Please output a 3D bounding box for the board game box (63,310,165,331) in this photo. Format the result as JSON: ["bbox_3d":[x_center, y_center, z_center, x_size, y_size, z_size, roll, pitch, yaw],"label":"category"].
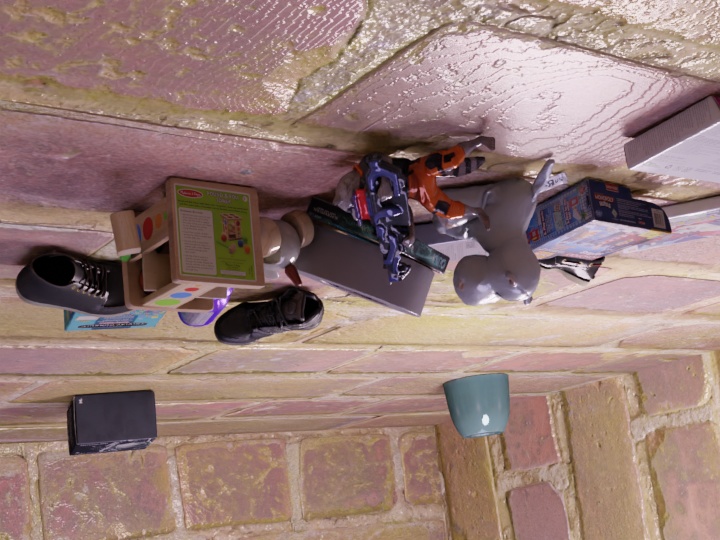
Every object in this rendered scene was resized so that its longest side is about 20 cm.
[{"bbox_3d":[-0.377,0.046,1.726,0.148,0.048,0.200,-2,165,-23],"label":"board game box"}]

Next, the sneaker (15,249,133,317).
[{"bbox_3d":[-0.378,0.019,1.559,0.197,0.076,0.106,1,166,-28],"label":"sneaker"}]

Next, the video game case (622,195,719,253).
[{"bbox_3d":[0.512,-0.073,1.773,0.197,0.023,0.182,-12,165,15],"label":"video game case"}]

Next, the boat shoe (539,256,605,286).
[{"bbox_3d":[0.309,-0.032,1.761,0.199,0.074,0.064,17,118,-36],"label":"boat shoe"}]

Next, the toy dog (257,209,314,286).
[{"bbox_3d":[-0.135,-0.008,1.462,0.130,0.098,0.199,-18,176,-27],"label":"toy dog"}]

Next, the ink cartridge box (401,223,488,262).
[{"bbox_3d":[0.117,-0.040,1.663,0.196,0.043,0.119,-11,165,4],"label":"ink cartridge box"}]

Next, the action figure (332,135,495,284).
[{"bbox_3d":[0.061,-0.085,1.332,0.190,0.106,0.202,-1,135,-1],"label":"action figure"}]

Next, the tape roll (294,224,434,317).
[{"bbox_3d":[0.000,0.000,1.523,0.197,0.067,0.200,19,177,1],"label":"tape roll"}]

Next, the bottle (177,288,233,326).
[{"bbox_3d":[-0.228,0.024,1.643,0.064,0.085,0.200,-1,165,-20],"label":"bottle"}]

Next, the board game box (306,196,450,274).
[{"bbox_3d":[0.028,-0.045,1.491,0.134,0.029,0.199,22,180,27],"label":"board game box"}]

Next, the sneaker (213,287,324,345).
[{"bbox_3d":[-0.156,0.076,1.905,0.196,0.078,0.114,-8,164,-11],"label":"sneaker"}]

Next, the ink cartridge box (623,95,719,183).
[{"bbox_3d":[0.460,-0.166,1.352,0.194,0.044,0.199,4,159,-34],"label":"ink cartridge box"}]

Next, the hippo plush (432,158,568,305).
[{"bbox_3d":[0.196,-0.031,1.490,0.197,0.164,0.159,-13,165,21],"label":"hippo plush"}]

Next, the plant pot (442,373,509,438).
[{"bbox_3d":[0.349,0.402,3.241,0.197,0.164,0.201,-7,166,-2],"label":"plant pot"}]

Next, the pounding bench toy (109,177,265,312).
[{"bbox_3d":[-0.244,-0.027,1.354,0.198,0.127,0.155,5,162,-39],"label":"pounding bench toy"}]

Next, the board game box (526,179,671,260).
[{"bbox_3d":[0.320,-0.064,1.633,0.198,0.063,0.198,6,161,-43],"label":"board game box"}]

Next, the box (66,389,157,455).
[{"bbox_3d":[-0.617,0.377,2.733,0.196,0.126,0.197,-2,163,-20],"label":"box"}]
